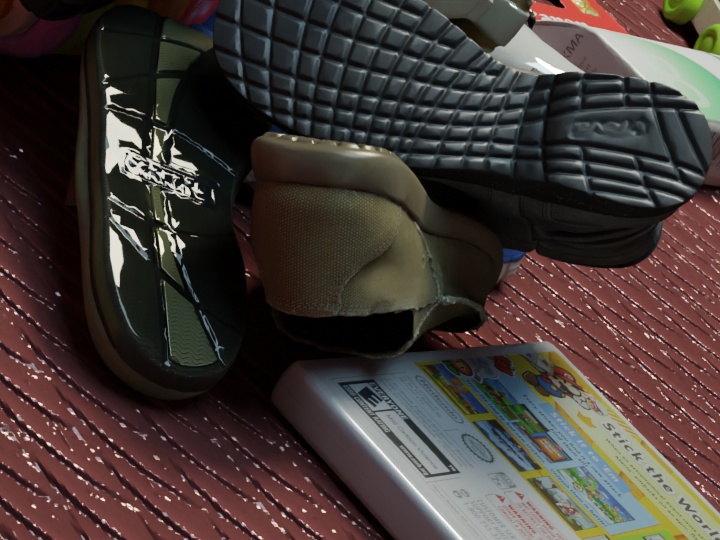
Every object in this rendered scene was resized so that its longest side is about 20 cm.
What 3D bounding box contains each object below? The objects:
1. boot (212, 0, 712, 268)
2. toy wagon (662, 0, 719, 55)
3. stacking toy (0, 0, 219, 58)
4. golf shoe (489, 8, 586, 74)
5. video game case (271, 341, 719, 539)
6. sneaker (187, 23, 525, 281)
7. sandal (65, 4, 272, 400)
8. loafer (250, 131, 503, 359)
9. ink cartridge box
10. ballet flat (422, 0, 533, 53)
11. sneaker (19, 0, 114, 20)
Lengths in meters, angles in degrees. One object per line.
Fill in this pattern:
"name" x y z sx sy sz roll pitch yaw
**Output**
"boot" 0.032 -0.047 0.995 0.199 0.070 0.132 21 -15 -2
"toy wagon" 0.278 -0.119 1.605 0.155 0.040 0.200 24 26 -24
"stacking toy" -0.130 -0.125 1.018 0.116 0.110 0.200 42 35 10
"golf shoe" 0.050 -0.127 1.176 0.200 0.095 0.078 33 -6 40
"video game case" 0.083 0.103 0.948 0.200 0.023 0.182 46 26 26
"sneaker" 0.005 -0.068 1.081 0.200 0.089 0.079 20 26 -32
"sandal" -0.081 -0.028 0.941 0.080 0.057 0.201 27 40 -21
"loafer" 0.000 0.000 0.955 0.076 0.068 0.200 11 -8 22
"ink cartridge box" 0.154 -0.127 1.447 0.161 0.050 0.200 5 40 -50
"ballet flat" 0.032 -0.119 1.021 0.072 0.072 0.200 45 10 21
"sneaker" -0.067 -0.167 0.986 0.200 0.076 0.091 -24 79 -45
